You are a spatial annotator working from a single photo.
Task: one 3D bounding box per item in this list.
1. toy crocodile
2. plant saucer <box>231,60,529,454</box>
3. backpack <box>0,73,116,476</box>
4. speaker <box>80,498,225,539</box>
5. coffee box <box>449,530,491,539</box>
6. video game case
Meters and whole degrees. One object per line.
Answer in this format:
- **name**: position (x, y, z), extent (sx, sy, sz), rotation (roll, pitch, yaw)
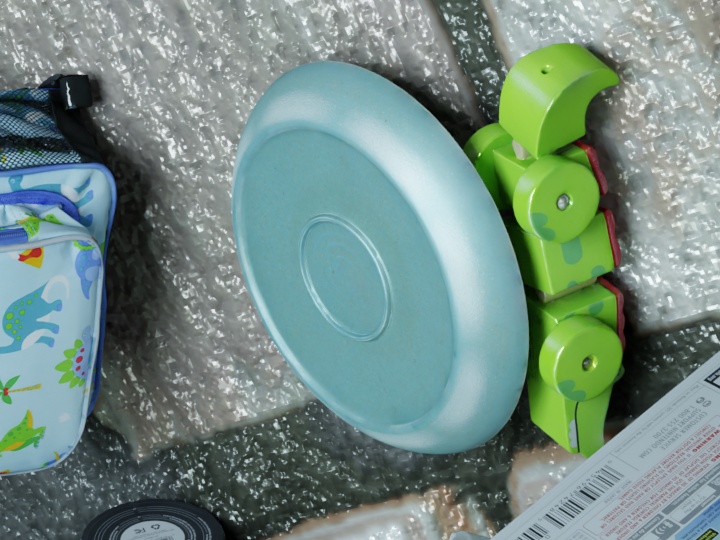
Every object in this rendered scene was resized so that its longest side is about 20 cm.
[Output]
- **toy crocodile**: position (0.092, -0.006, 1.156), extent (0.067, 0.062, 0.201), rotation (35, 139, 57)
- **plant saucer**: position (0.000, 0.000, 1.197), extent (0.200, 0.027, 0.201), rotation (31, 134, 38)
- **backpack**: position (-0.225, 0.009, 1.248), extent (0.147, 0.199, 0.184), rotation (-119, 33, -50)
- **speaker**: position (-0.110, 0.231, 1.394), extent (0.081, 0.081, 0.201), rotation (15, 122, 25)
- **coffee box**: position (0.097, 0.254, 1.109), extent (0.199, 0.200, 0.198), rotation (17, 98, 4)
- **video game case**: position (0.165, 0.098, 1.034), extent (0.182, 0.200, 0.022), rotation (30, 153, 57)
